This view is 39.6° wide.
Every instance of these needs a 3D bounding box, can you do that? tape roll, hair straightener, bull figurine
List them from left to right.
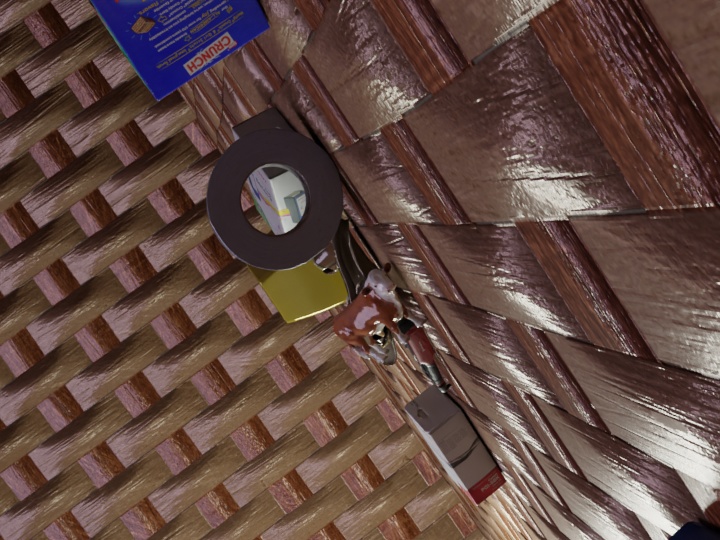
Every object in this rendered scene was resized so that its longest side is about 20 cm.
[{"bbox_3d":[-0.125,-0.102,1.456,0.201,0.199,0.066,55,173,-6],"label":"tape roll"},{"bbox_3d":[0.028,0.072,1.603,0.121,0.065,0.200,45,142,-2],"label":"bull figurine"},{"bbox_3d":[0.112,0.144,1.760,0.201,0.041,0.077,54,176,-40],"label":"hair straightener"}]

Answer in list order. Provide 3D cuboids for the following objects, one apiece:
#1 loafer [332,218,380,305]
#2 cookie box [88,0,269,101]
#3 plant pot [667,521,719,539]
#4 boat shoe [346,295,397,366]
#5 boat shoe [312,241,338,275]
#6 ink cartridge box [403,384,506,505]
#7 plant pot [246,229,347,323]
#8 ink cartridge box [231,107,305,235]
[{"bbox_3d":[0.000,0.000,1.688,0.076,0.067,0.202,-101,-6,-73],"label":"loafer"},{"bbox_3d":[-0.223,-0.324,1.157,0.075,0.170,0.201,52,174,38],"label":"cookie box"},{"bbox_3d":[0.289,0.349,0.780,0.201,0.179,0.200,54,174,-7],"label":"plant pot"},{"bbox_3d":[0.031,0.132,2.143,0.202,0.071,0.060,65,173,-28],"label":"boat shoe"},{"bbox_3d":[-0.053,-0.028,1.889,0.075,0.074,0.202,53,174,11],"label":"boat shoe"},{"bbox_3d":[0.188,0.344,1.991,0.201,0.082,0.147,57,173,-23],"label":"ink cartridge box"},{"bbox_3d":[-0.153,0.004,2.372,0.201,0.176,0.200,57,174,-28],"label":"plant pot"},{"bbox_3d":[-0.129,-0.145,1.657,0.146,0.087,0.201,52,162,35],"label":"ink cartridge box"}]
